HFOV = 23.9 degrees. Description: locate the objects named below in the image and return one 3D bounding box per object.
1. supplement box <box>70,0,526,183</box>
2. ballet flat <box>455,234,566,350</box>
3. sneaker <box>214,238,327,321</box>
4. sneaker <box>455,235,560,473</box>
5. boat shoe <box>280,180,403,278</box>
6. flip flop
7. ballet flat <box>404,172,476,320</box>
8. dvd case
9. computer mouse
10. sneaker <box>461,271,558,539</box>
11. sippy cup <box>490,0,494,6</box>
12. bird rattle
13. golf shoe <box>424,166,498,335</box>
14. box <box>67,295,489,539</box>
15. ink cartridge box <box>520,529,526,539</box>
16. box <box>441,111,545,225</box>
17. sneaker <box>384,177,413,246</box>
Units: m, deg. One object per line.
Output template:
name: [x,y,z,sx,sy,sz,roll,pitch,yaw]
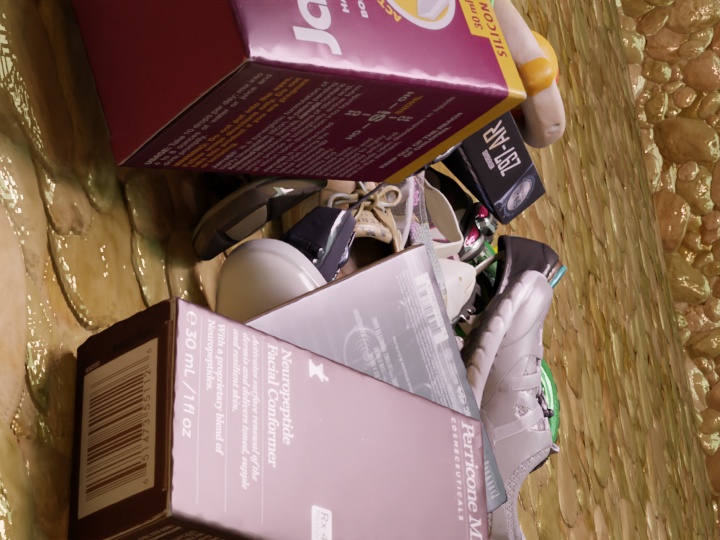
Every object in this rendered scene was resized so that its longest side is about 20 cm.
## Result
supplement box: [-0.032,-0.124,0.819,0.199,0.103,0.132,-1,67,-48]
ballet flat: [0.083,0.053,1.283,0.201,0.068,0.068,-55,176,-28]
sneaker: [-0.036,0.085,0.877,0.085,0.072,0.202,-42,121,-74]
sneaker: [0.098,0.070,1.364,0.085,0.077,0.202,-20,89,-67]
boat shoe: [0.000,0.000,1.028,0.073,0.063,0.202,-4,81,-31]
flip flop: [-0.054,-0.063,0.927,0.058,0.081,0.200,54,22,-13]
ballet flat: [0.039,-0.012,1.152,0.069,0.070,0.201,117,-27,-47]
dvd case: [-0.014,0.086,0.857,0.199,0.016,0.150,-24,98,-43]
computer mouse: [0.004,-0.028,0.958,0.200,0.034,0.059,-44,152,-21]
sneaker: [0.102,0.100,1.181,0.075,0.081,0.202,135,-25,-79]
sippy cup: [-0.006,-0.163,1.010,0.179,0.139,0.130,65,-16,-12]
bird rattle: [0.098,-0.159,1.257,0.201,0.112,0.164,86,-20,-60]
golf shoe: [0.039,-0.006,1.232,0.088,0.077,0.201,47,28,-17]
box: [-0.031,0.096,0.762,0.199,0.075,0.101,25,52,-41]
ink cartridge box: [0.095,0.239,1.240,0.104,0.059,0.201,62,24,-45]
box: [0.049,-0.142,1.224,0.160,0.043,0.200,49,-4,36]
sneaker: [0.002,-0.096,1.122,0.082,0.074,0.202,21,61,-74]
